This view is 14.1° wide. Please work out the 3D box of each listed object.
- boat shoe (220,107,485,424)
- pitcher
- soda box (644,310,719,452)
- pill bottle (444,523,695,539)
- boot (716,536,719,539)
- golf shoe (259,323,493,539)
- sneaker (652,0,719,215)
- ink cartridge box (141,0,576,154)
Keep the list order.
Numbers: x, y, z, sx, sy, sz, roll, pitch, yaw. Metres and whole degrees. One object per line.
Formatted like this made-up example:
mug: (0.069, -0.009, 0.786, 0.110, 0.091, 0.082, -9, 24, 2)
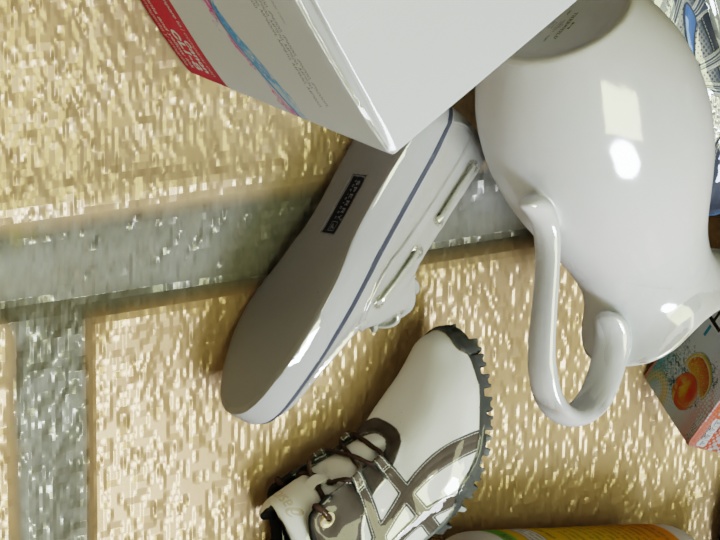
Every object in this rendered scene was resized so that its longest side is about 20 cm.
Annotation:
boat shoe: (0.000, 0.000, 1.523, 0.066, 0.072, 0.201, 36, 76, -30)
pitcher: (0.121, -0.035, 1.519, 0.172, 0.121, 0.201, -51, 132, -38)
soda box: (0.247, 0.012, 1.640, 0.068, 0.064, 0.200, 13, 123, -34)
pill bottle: (0.138, 0.200, 1.644, 0.199, 0.111, 0.112, 1, 104, -33)
boot: (0.294, 0.143, 1.755, 0.162, 0.073, 0.199, -7, 109, -28)
golf shoe: (0.002, 0.118, 1.553, 0.094, 0.078, 0.201, 20, 92, -35)
sneaker: (0.165, -0.125, 1.595, 0.085, 0.077, 0.201, -13, 104, -18)
ink cartridge box: (-0.016, -0.169, 1.377, 0.145, 0.200, 0.145, -41, 122, -15)
